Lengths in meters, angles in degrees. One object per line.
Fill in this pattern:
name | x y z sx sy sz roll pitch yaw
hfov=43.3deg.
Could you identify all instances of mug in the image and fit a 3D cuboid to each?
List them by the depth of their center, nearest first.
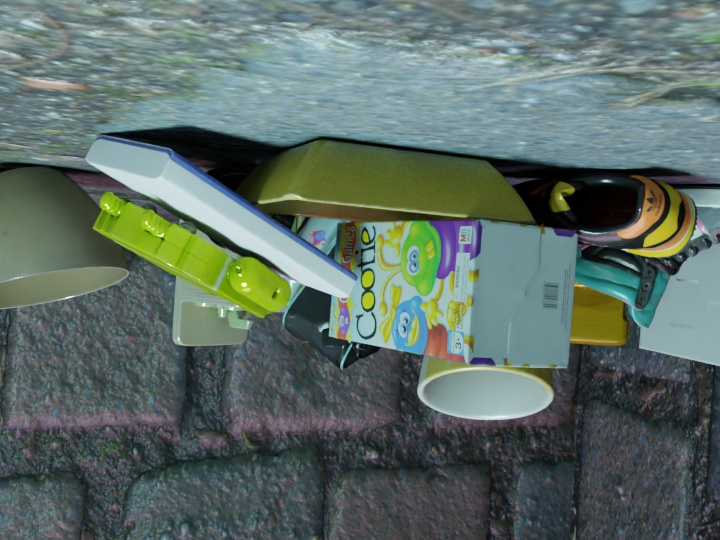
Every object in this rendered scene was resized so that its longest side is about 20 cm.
mug | 0.152 0.064 1.007 0.148 0.155 0.186 23 147 -28

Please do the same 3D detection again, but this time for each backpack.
backpack | 0.000 0.000 0.967 0.152 0.177 0.200 35 -171 15

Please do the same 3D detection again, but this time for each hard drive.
hard drive | -0.109 -0.042 0.728 0.199 0.026 0.131 34 169 -40

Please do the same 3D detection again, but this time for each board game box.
board game box | 0.068 0.015 0.743 0.102 0.107 0.199 5 179 -31

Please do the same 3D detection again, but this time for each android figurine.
android figurine | -0.149 -0.013 0.784 0.180 0.041 0.200 23 170 29

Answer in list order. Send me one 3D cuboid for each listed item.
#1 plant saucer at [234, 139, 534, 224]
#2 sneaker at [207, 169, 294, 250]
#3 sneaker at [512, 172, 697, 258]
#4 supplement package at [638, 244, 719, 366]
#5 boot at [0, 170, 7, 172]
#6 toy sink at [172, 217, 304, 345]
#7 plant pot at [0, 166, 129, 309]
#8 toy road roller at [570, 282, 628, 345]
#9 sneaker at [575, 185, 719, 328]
plant saucer | 0.008 -0.067 0.727 0.197 0.049 0.199 4 180 -22
sneaker | -0.136 -0.061 0.901 0.089 0.071 0.200 21 179 16
sneaker | 0.163 -0.051 0.736 0.198 0.071 0.089 2 167 42
supplement package | 0.380 0.015 0.915 0.109 0.159 0.200 6 180 -8
boot | -0.474 -0.089 1.203 0.166 0.078 0.199 9 176 27
toy sink | -0.145 -0.003 1.126 0.111 0.204 0.130 5 180 36
plant pot | -0.384 -0.042 1.061 0.197 0.137 0.200 -14 173 -2
toy road roller | 0.230 -0.001 0.938 0.121 0.149 0.200 4 180 9
sneaker | 0.265 -0.011 0.782 0.197 0.123 0.083 4 180 20
